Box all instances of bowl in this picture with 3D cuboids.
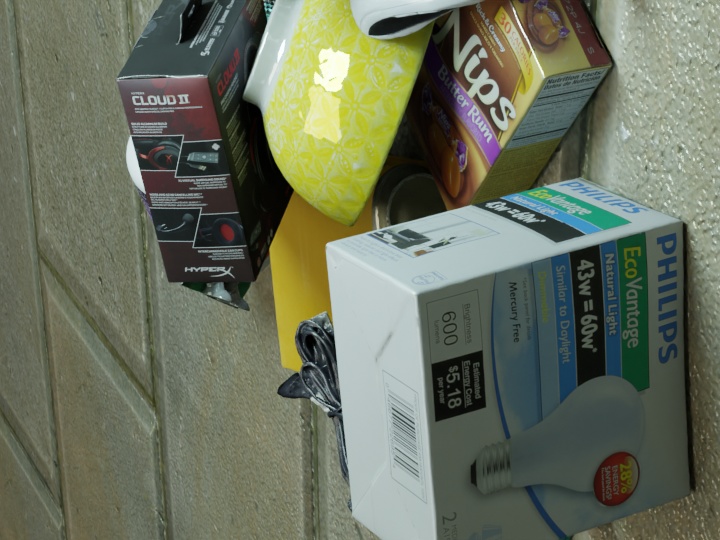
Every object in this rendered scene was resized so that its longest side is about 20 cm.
[{"bbox_3d":[-0.023,-0.142,1.456,0.200,0.107,0.202,-161,90,-85],"label":"bowl"}]

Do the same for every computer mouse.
[{"bbox_3d":[0.055,-0.200,1.299,0.199,0.044,0.111,-17,73,42],"label":"computer mouse"},{"bbox_3d":[0.035,0.070,1.473,0.200,0.052,0.139,-34,73,51],"label":"computer mouse"}]

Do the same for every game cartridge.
[{"bbox_3d":[0.000,0.000,1.630,0.175,0.032,0.202,13,116,37],"label":"game cartridge"}]

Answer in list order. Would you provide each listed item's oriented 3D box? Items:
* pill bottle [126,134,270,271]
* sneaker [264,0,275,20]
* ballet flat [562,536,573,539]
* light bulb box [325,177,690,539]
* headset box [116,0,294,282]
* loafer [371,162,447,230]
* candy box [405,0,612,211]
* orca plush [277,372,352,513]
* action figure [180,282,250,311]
[{"bbox_3d":[-0.143,-0.080,1.821,0.113,0.112,0.201,58,172,35],"label":"pill bottle"},{"bbox_3d":[-0.090,-0.206,1.618,0.199,0.091,0.078,29,162,24],"label":"sneaker"},{"bbox_3d":[0.123,0.098,1.440,0.071,0.070,0.202,-167,71,-65],"label":"ballet flat"},{"bbox_3d":[0.098,0.065,1.303,0.125,0.199,0.200,30,130,57],"label":"light bulb box"},{"bbox_3d":[-0.112,-0.114,1.515,0.149,0.074,0.201,-70,-25,-53],"label":"headset box"},{"bbox_3d":[0.071,0.013,1.507,0.068,0.075,0.201,-10,103,66],"label":"loafer"},{"bbox_3d":[0.093,-0.131,1.385,0.117,0.056,0.200,67,154,22],"label":"candy box"},{"bbox_3d":[0.016,0.145,1.649,0.106,0.199,0.071,-55,11,11],"label":"orca plush"},{"bbox_3d":[-0.087,-0.068,1.749,0.118,0.054,0.201,30,-101,-71],"label":"action figure"}]
